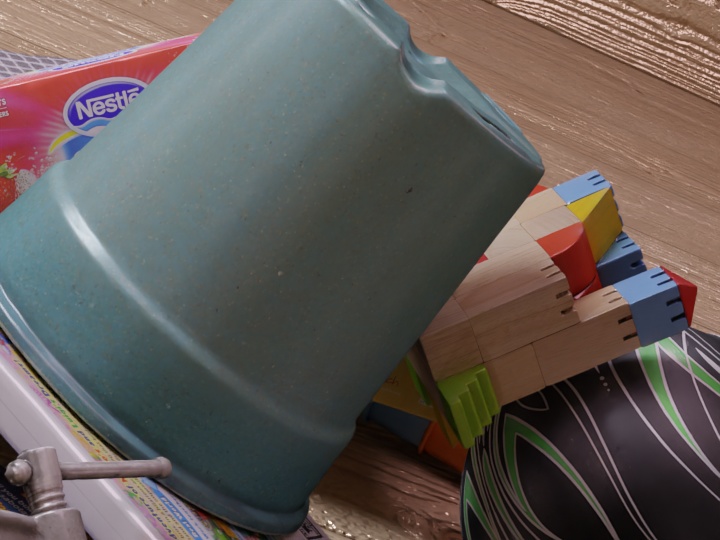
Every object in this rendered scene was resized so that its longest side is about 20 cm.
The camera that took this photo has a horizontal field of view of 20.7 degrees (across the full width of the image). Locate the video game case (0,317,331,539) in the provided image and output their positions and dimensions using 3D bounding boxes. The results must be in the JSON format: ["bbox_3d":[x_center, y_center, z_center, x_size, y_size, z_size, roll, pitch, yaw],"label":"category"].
[{"bbox_3d":[-0.105,0.066,0.854,0.200,0.024,0.182,46,10,15],"label":"video game case"}]

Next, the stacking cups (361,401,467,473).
[{"bbox_3d":[0.030,0.081,1.194,0.200,0.061,0.060,33,18,13],"label":"stacking cups"}]

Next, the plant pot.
[{"bbox_3d":[-0.036,-0.024,0.866,0.200,0.196,0.200,41,11,-10],"label":"plant pot"}]

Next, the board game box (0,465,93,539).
[{"bbox_3d":[-0.178,0.112,0.784,0.200,0.062,0.200,32,16,26],"label":"board game box"}]

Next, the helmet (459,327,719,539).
[{"bbox_3d":[0.144,0.119,1.013,0.190,0.200,0.200,40,19,10],"label":"helmet"}]

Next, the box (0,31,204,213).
[{"bbox_3d":[-0.133,-0.064,1.052,0.199,0.100,0.095,-14,9,-10],"label":"box"}]

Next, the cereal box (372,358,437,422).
[{"bbox_3d":[0.000,0.000,1.133,0.143,0.040,0.200,19,30,-13],"label":"cereal box"}]

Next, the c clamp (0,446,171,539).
[{"bbox_3d":[-0.106,0.151,0.661,0.170,0.027,0.201,12,59,-49],"label":"c clamp"}]

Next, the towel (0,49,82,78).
[{"bbox_3d":[-0.190,-0.087,1.319,0.199,0.086,0.166,11,21,-39],"label":"towel"}]

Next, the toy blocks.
[{"bbox_3d":[0.081,0.002,0.991,0.136,0.100,0.200,-22,24,-5],"label":"toy blocks"}]
